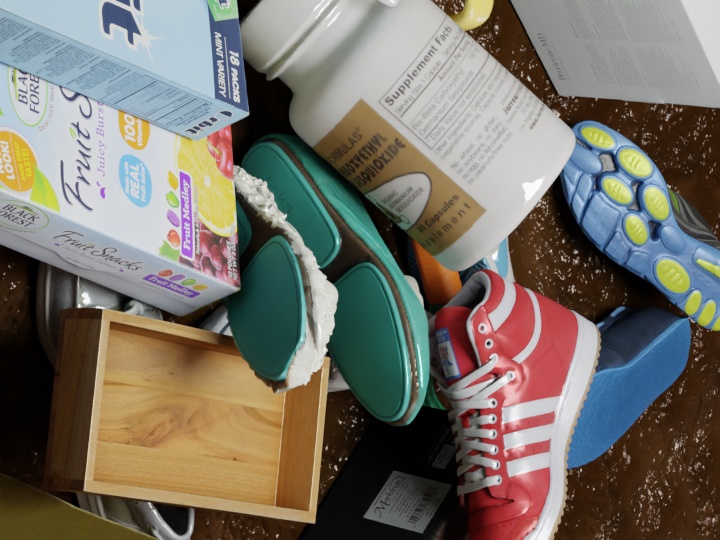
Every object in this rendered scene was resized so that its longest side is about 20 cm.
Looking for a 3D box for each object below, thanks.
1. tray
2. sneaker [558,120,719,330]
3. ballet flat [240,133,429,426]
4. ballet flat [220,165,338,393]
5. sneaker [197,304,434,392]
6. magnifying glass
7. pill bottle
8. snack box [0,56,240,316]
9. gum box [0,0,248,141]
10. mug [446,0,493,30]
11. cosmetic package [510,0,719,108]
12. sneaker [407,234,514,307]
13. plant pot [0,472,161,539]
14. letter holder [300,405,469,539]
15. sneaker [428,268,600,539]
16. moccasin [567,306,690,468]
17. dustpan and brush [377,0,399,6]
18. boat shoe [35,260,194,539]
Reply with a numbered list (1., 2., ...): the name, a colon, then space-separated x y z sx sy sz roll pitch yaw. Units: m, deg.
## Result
1. tray: -0.096 0.085 1.445 0.199 0.037 0.099 15 78 -51
2. sneaker: 0.205 -0.032 1.833 0.071 0.083 0.199 -46 117 4
3. ballet flat: 0.000 0.000 1.547 0.070 0.067 0.201 -10 65 -52
4. ballet flat: -0.047 0.001 1.465 0.071 0.200 0.072 -13 130 -15
5. sneaker: -0.024 0.045 1.583 0.199 0.071 0.074 -15 107 -46
6. magnifying glass: 0.061 0.035 1.665 0.022 0.079 0.201 -54 135 -46
7. pill bottle: 0.021 -0.104 1.528 0.200 0.114 0.115 42 61 -6
8. snack box: -0.151 -0.071 1.401 0.200 0.053 0.143 25 51 -46
9. gum box: -0.148 -0.180 1.381 0.200 0.044 0.171 22 53 -48
10. mug: 0.048 -0.258 1.557 0.150 0.153 0.187 -51 130 -31
11. cosmetic package: 0.163 -0.200 1.695 0.052 0.150 0.200 -54 132 -29
12. sneaker: 0.071 -0.046 1.672 0.081 0.076 0.201 -38 124 -39
13. plant pot: -0.184 0.260 1.356 0.200 0.195 0.195 -38 123 -30
14. letter holder: 0.036 0.210 1.655 0.200 0.100 0.142 -56 134 -26
15. sneaker: 0.076 0.095 1.571 0.112 0.071 0.201 32 58 -27
16. moccasin: 0.159 0.083 1.799 0.200 0.068 0.081 -26 127 -48
17. dustpan and brush: -0.045 -0.231 1.466 0.200 0.057 0.140 38 34 1
18. boat shoe: -0.135 0.060 1.465 0.074 0.065 0.203 -20 109 -45
